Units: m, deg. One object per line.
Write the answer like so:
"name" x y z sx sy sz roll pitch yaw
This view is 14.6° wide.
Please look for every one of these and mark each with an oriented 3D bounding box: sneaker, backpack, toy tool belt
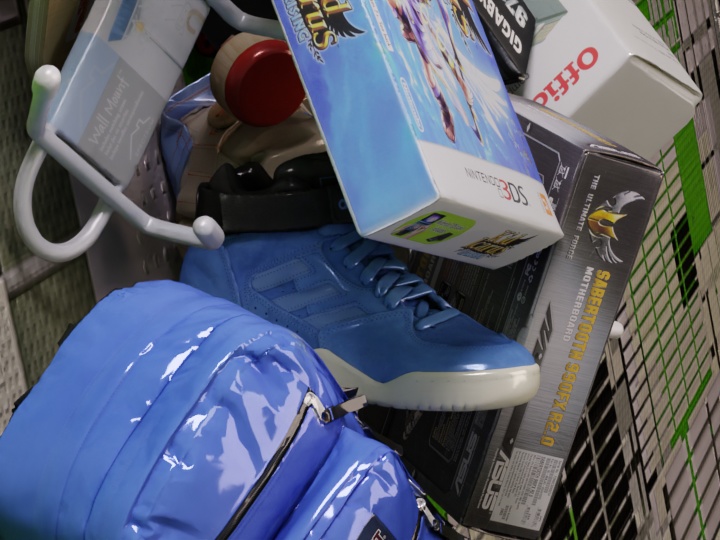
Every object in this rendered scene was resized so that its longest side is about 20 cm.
"sneaker" -0.001 0.000 1.362 0.077 0.199 0.112 -4 103 -55
"backpack" -0.055 0.103 1.249 0.163 0.167 0.200 -58 139 -22
"toy tool belt" -0.057 -0.057 1.500 0.123 0.125 0.201 42 -25 49

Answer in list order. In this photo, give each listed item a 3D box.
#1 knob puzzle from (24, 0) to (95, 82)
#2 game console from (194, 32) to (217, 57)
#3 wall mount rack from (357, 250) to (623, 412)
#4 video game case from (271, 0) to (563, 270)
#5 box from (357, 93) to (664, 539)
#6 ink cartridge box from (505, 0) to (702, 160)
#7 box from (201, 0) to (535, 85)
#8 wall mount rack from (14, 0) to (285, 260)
"knob puzzle" -0.124 -0.173 1.316 0.220 0.030 0.221 23 90 -85
"game console" -0.076 -0.220 1.629 0.200 0.031 0.178 -34 118 -71
"wall mount rack" 0.048 0.001 1.618 0.075 0.173 0.201 75 -5 -56
"video game case" 0.016 -0.106 1.297 0.181 0.045 0.201 13 55 -69
"box" 0.072 0.019 1.443 0.158 0.048 0.201 37 -70 65
"ink cartridge box" 0.078 -0.125 1.592 0.084 0.146 0.200 24 26 -51
"box" -0.020 -0.163 1.488 0.200 0.158 0.046 50 41 -42
"wall mount rack" -0.098 -0.103 1.275 0.174 0.074 0.201 44 65 -53
